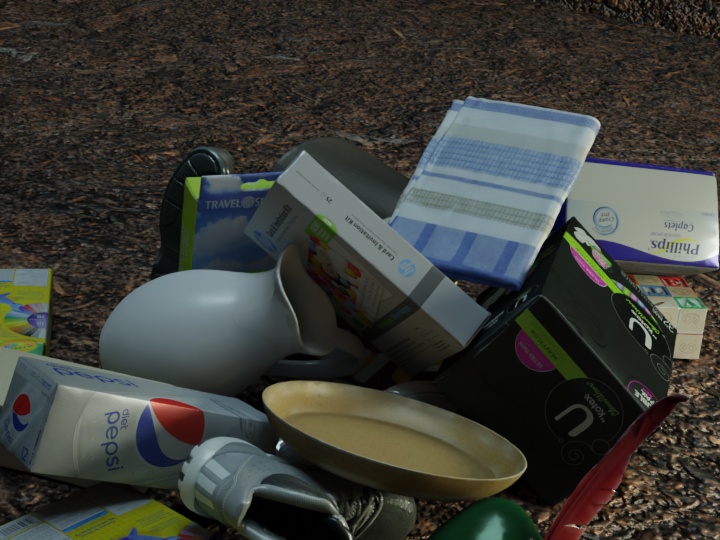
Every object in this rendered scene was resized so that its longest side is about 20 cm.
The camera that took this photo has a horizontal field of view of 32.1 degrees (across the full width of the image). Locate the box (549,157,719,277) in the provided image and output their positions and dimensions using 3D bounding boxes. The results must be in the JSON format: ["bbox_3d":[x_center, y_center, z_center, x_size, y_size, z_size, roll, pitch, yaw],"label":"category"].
[{"bbox_3d":[0.255,-0.049,1.350,0.183,0.106,0.200,4,-6,-18],"label":"box"}]

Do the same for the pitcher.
[{"bbox_3d":[-0.110,0.066,1.093,0.199,0.172,0.122,-17,50,22],"label":"pitcher"}]

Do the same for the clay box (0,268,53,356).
[{"bbox_3d":[-0.351,0.057,1.178,0.114,0.048,0.200,0,24,-11],"label":"clay box"}]

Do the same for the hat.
[{"bbox_3d":[0.086,0.167,0.821,0.165,0.177,0.200,19,27,31],"label":"hat"}]

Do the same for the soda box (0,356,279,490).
[{"bbox_3d":[-0.157,0.117,0.908,0.199,0.064,0.068,17,3,-41],"label":"soda box"}]

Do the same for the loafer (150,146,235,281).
[{"bbox_3d":[-0.160,-0.036,1.242,0.072,0.201,0.063,33,29,24],"label":"loafer"}]

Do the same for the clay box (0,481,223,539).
[{"bbox_3d":[-0.141,0.211,0.825,0.199,0.048,0.115,22,26,34],"label":"clay box"}]

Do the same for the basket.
[{"bbox_3d":[0.013,-0.055,1.413,0.180,0.137,0.199,-10,30,-44],"label":"basket"}]

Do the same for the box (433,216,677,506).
[{"bbox_3d":[0.172,0.072,1.065,0.149,0.124,0.200,47,27,-3],"label":"box"}]

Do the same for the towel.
[{"bbox_3d":[0.110,-0.071,1.085,0.146,0.024,0.201,12,55,27],"label":"towel"}]

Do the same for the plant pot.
[{"bbox_3d":[0.022,0.125,0.912,0.199,0.028,0.200,14,7,-2],"label":"plant pot"}]

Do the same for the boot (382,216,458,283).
[{"bbox_3d":[0.093,-0.009,1.186,0.154,0.200,0.072,-22,60,2],"label":"boot"}]

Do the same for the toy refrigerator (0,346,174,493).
[{"bbox_3d":[-0.254,0.121,1.017,0.199,0.070,0.076,10,30,15],"label":"toy refrigerator"}]

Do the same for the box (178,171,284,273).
[{"bbox_3d":[-0.111,-0.015,1.191,0.121,0.201,0.048,-6,35,-24],"label":"box"}]

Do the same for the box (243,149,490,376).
[{"bbox_3d":[0.000,0.000,1.047,0.041,0.200,0.156,-49,3,-20],"label":"box"}]

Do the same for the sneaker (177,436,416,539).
[{"bbox_3d":[-0.021,0.176,0.856,0.199,0.076,0.115,17,4,-35],"label":"sneaker"}]

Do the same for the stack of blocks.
[{"bbox_3d":[0.249,0.050,1.291,0.198,0.059,0.115,3,23,-4],"label":"stack of blocks"}]

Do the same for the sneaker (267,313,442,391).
[{"bbox_3d":[0.006,0.069,1.159,0.198,0.091,0.075,7,22,6],"label":"sneaker"}]

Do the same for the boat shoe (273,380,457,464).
[{"bbox_3d":[0.009,0.146,1.012,0.199,0.072,0.069,-10,41,-37],"label":"boat shoe"}]
